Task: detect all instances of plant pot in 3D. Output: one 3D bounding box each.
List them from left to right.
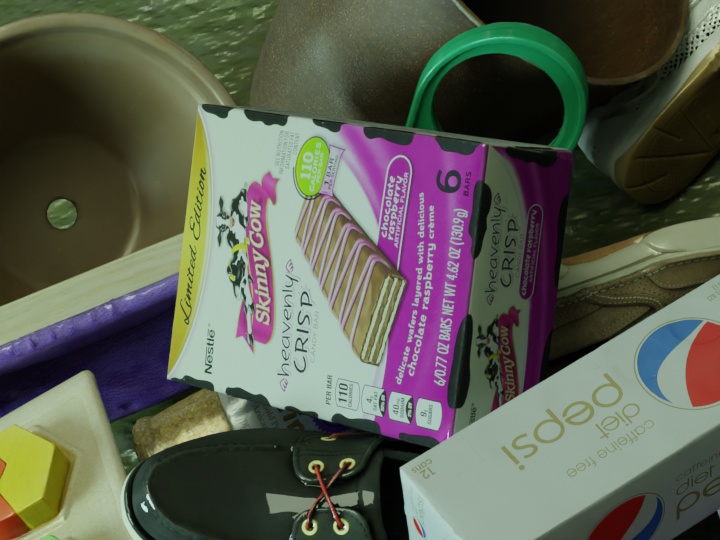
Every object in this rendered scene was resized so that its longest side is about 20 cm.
[{"bbox_3d":[-0.157,-0.034,1.499,0.201,0.201,0.093,-46,8,-10],"label":"plant pot"},{"bbox_3d":[0.034,-0.125,1.432,0.200,0.186,0.188,-40,36,44],"label":"plant pot"}]

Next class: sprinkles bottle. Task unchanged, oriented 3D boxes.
[{"bbox_3d":[-0.014,0.060,1.401,0.199,0.068,0.068,-29,48,7],"label":"sprinkles bottle"}]

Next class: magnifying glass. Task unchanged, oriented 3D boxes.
[{"bbox_3d":[0.030,-0.042,1.338,0.200,0.079,0.022,-45,18,28],"label":"magnifying glass"}]

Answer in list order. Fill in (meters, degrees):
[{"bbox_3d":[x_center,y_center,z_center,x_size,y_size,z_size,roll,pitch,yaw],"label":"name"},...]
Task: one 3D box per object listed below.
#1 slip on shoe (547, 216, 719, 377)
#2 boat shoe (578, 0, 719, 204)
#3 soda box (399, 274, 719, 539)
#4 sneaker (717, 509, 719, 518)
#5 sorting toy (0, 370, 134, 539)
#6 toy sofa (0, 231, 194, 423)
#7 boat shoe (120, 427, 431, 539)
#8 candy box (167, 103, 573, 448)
[{"bbox_3d":[0.120,0.022,1.331,0.199,0.076,0.061,-10,72,-18],"label":"slip on shoe"},{"bbox_3d":[0.187,-0.126,1.429,0.200,0.071,0.069,-43,48,-6],"label":"boat shoe"},{"bbox_3d":[0.117,0.075,1.208,0.199,0.064,0.068,-30,52,-17],"label":"soda box"},{"bbox_3d":[0.184,0.175,1.209,0.114,0.073,0.201,-36,48,3],"label":"sneaker"},{"bbox_3d":[-0.186,0.146,1.289,0.184,0.037,0.200,-30,40,5],"label":"sorting toy"},{"bbox_3d":[-0.129,0.033,1.414,0.199,0.083,0.098,-22,91,-12],"label":"toy sofa"},{"bbox_3d":[-0.006,0.103,1.257,0.200,0.063,0.074,7,67,-14],"label":"boat shoe"},{"bbox_3d":[0.000,0.000,1.283,0.199,0.061,0.138,10,95,48],"label":"candy box"}]
